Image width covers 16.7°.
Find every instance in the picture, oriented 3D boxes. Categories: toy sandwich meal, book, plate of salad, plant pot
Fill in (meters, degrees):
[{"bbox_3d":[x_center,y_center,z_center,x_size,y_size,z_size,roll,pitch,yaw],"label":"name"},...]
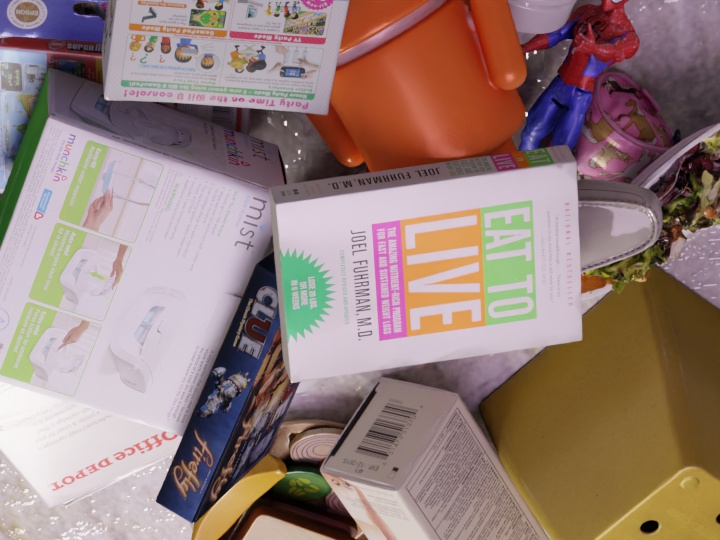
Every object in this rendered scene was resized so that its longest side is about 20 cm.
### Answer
[{"bbox_3d":[-0.053,0.208,2.011,0.203,0.071,0.206,-4,132,-5],"label":"toy sandwich meal"},{"bbox_3d":[0.043,-0.007,1.606,0.198,0.048,0.135,-9,121,-8],"label":"book"},{"bbox_3d":[0.231,-0.040,1.789,0.199,0.048,0.200,-36,160,-15],"label":"plate of salad"},{"bbox_3d":[0.241,0.155,1.940,0.199,0.177,0.200,31,120,-31],"label":"plant pot"}]

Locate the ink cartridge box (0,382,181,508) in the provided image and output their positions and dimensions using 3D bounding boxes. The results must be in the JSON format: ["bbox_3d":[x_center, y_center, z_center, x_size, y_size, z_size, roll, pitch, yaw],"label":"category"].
[{"bbox_3d":[-0.226,0.067,1.851,0.145,0.085,0.200,-24,130,11],"label":"ink cartridge box"}]

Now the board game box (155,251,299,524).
[{"bbox_3d":[-0.068,0.066,1.718,0.034,0.135,0.201,29,116,10],"label":"board game box"}]

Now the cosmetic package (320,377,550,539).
[{"bbox_3d":[0.062,0.191,1.978,0.087,0.104,0.201,11,144,40],"label":"cosmetic package"}]

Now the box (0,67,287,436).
[{"bbox_3d":[-0.165,-0.010,1.692,0.175,0.097,0.201,17,112,-15],"label":"box"}]

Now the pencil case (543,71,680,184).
[{"bbox_3d":[0.150,-0.050,1.808,0.086,0.083,0.200,20,125,-27],"label":"pencil case"}]

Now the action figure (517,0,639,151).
[{"bbox_3d":[0.129,-0.118,1.703,0.099,0.065,0.201,3,119,-52],"label":"action figure"}]

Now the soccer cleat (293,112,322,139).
[{"bbox_3d":[0.000,-0.122,1.736,0.199,0.069,0.085,20,130,-19],"label":"soccer cleat"}]

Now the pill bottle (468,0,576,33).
[{"bbox_3d":[0.133,-0.258,1.605,0.108,0.110,0.201,8,129,-15],"label":"pill bottle"}]

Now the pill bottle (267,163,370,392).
[{"bbox_3d":[0.000,0.000,1.807,0.112,0.113,0.200,31,123,-31],"label":"pill bottle"}]

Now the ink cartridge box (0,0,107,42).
[{"bbox_3d":[-0.148,-0.216,1.543,0.194,0.043,0.201,2,128,-11],"label":"ink cartridge box"}]

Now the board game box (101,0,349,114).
[{"bbox_3d":[-0.077,-0.197,1.503,0.146,0.065,0.201,3,128,-13],"label":"board game box"}]

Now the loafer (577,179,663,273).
[{"bbox_3d":[0.111,-0.014,1.684,0.198,0.070,0.070,-13,114,6],"label":"loafer"}]

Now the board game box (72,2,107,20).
[{"bbox_3d":[-0.155,-0.235,1.602,0.198,0.065,0.148,-5,131,-6],"label":"board game box"}]

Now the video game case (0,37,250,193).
[{"bbox_3d":[-0.177,-0.102,1.726,0.198,0.018,0.144,5,137,-1],"label":"video game case"}]

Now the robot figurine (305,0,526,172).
[{"bbox_3d":[0.036,-0.131,1.634,0.116,0.144,0.201,-35,101,-22],"label":"robot figurine"}]
